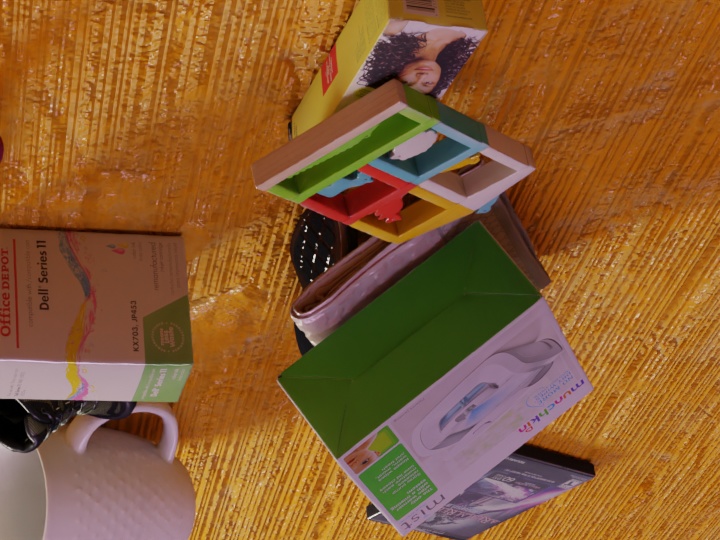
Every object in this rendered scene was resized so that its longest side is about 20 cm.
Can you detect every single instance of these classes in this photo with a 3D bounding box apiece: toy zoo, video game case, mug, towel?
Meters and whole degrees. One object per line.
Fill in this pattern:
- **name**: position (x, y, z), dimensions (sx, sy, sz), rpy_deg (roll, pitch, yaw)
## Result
- **toy zoo**: position (0.034, -0.069, 1.496), dimensions (0.131, 0.021, 0.199), rpy_deg (-28, 151, 28)
- **video game case**: position (0.123, 0.228, 2.179), dimensions (0.142, 0.019, 0.199), rpy_deg (18, 142, -38)
- **mug**: position (-0.236, 0.194, 1.923), dimensions (0.174, 0.148, 0.201), rpy_deg (5, 122, -38)
- **towel**: position (0.052, 0.018, 1.673), dimensions (0.190, 0.032, 0.200), rpy_deg (-37, 149, 0)

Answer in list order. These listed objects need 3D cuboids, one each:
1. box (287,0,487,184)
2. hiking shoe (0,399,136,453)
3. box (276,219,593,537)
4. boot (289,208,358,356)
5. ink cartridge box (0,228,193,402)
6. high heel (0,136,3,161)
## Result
- **box**: position (0.014, -0.130, 1.448), dimensions (0.075, 0.051, 0.200), rpy_deg (4, 151, -20)
- **hiking shoe**: position (-0.274, 0.113, 1.783), dimensions (0.199, 0.101, 0.076), rpy_deg (18, 144, -39)
- **box**: position (0.061, 0.087, 1.652), dimensions (0.199, 0.097, 0.177), rpy_deg (-37, 147, -2)
- **boot**: position (0.000, 0.000, 1.698), dimensions (0.096, 0.075, 0.201), rpy_deg (-25, 147, -23)
- **ink cartridge box**: position (-0.234, 0.034, 1.626), dimensions (0.198, 0.118, 0.067), rpy_deg (2, 151, -17)
- **high heel**: position (-0.286, -0.051, 1.509), dimensions (0.096, 0.068, 0.199), rpy_deg (28, 152, -33)
